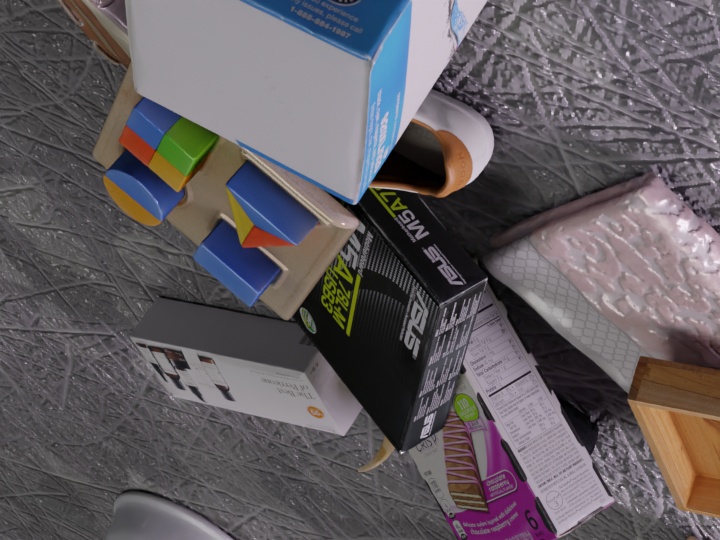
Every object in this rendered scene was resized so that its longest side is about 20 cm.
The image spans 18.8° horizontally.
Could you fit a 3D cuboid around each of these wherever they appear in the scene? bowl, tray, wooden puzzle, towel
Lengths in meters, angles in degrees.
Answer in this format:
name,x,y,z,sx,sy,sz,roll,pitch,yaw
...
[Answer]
name,x,y,z,sx,sy,sz,roll,pitch,yaw
bowl,-0.196,0.327,2.273,0.200,0.091,0.202,27,152,15
tray,0.249,0.120,1.466,0.098,0.037,0.200,10,156,23
wooden puzzle,-0.103,-0.049,1.470,0.185,0.046,0.200,40,156,1
towel,0.198,0.028,1.432,0.200,0.032,0.191,42,151,-17

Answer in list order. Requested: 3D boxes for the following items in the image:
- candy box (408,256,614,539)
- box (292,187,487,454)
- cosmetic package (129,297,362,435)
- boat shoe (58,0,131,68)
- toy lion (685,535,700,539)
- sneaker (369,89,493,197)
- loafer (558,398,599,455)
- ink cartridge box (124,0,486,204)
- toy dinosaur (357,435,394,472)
name,x,y,z,sx,sy,sz,roll,pitch,yaw
candy box,0.082,0.106,1.567,0.201,0.061,0.136,61,151,4
box,0.000,0.000,1.493,0.194,0.047,0.200,53,155,23
cosmetic package,-0.094,0.079,1.808,0.199,0.051,0.083,9,145,39
boat shoe,-0.179,-0.199,1.433,0.071,0.076,0.200,8,141,43
toy lion,0.237,0.332,1.701,0.068,0.192,0.201,24,151,16
sneaker,-0.016,-0.104,1.377,0.199,0.085,0.073,21,118,11
loafer,0.114,0.156,1.683,0.068,0.071,0.200,38,152,-7
ink cartridge box,-0.012,-0.174,1.152,0.147,0.201,0.145,27,154,12
toy dinosaur,0.036,0.102,1.720,0.101,0.058,0.201,34,149,33
